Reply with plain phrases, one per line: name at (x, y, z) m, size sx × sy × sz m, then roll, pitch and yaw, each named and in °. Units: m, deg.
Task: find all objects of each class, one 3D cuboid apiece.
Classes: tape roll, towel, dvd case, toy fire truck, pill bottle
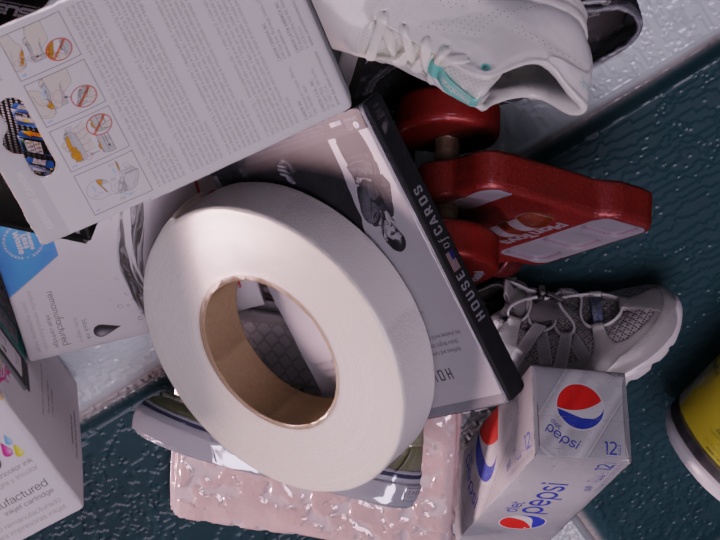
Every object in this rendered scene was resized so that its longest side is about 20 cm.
tape roll at (-0.046, 0.041, 1.662) m, size 0.202 × 0.037 × 0.204 m, roll 22°, pitch 131°, yaw 28°
towel at (-0.030, 0.102, 1.825) m, size 0.198 × 0.032 × 0.192 m, roll 8°, pitch 122°, yaw 9°
dvd case at (0.000, 0.000, 1.640) m, size 0.150 × 0.025 × 0.201 m, roll -14°, pitch 108°, yaw 46°
toy fire truck at (0.065, -0.030, 1.726) m, size 0.167 × 0.113 × 0.199 m, roll 16°, pitch 157°, yaw -36°
pill bottle at (0.308, 0.069, 1.839) m, size 0.112 × 0.112 × 0.200 m, roll 32°, pitch 112°, yaw -25°

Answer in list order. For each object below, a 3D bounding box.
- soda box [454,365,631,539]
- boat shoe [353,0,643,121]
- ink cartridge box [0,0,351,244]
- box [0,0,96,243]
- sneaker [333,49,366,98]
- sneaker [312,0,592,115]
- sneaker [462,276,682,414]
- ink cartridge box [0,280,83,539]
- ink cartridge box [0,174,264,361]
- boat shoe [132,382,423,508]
soda box at (0.118, 0.128, 1.816) m, size 0.068 × 0.064 × 0.200 m, roll 4°, pitch 157°, yaw -12°
boat shoe at (0.082, -0.133, 1.704) m, size 0.199 × 0.068 × 0.072 m, roll -17°, pitch 123°, yaw 2°
ink cartridge box at (-0.121, -0.118, 1.527) m, size 0.199 × 0.050 × 0.163 m, roll -22°, pitch 134°, yaw 3°
box at (-0.255, -0.104, 1.607) m, size 0.192 × 0.048 × 0.201 m, roll 10°, pitch 147°, yaw 9°
sneaker at (-0.051, -0.193, 1.635) m, size 0.120 × 0.084 × 0.201 m, roll -1°, pitch 115°, yaw -14°
sneaker at (0.047, -0.134, 1.594) m, size 0.198 × 0.089 × 0.075 m, roll 6°, pitch 143°, yaw -17°
sneaker at (0.117, 0.041, 1.814) m, size 0.198 × 0.075 × 0.082 m, roll -14°, pitch 125°, yaw 1°
ink cartridge box at (-0.290, 0.073, 1.733) m, size 0.146 × 0.146 × 0.201 m, roll -28°, pitch 122°, yaw 9°
ink cartridge box at (-0.132, -0.027, 1.740) m, size 0.198 × 0.067 × 0.116 m, roll -14°, pitch 123°, yaw 1°
boat shoe at (-0.051, 0.105, 1.783) m, size 0.198 × 0.072 × 0.063 m, roll 13°, pitch 89°, yaw 11°
